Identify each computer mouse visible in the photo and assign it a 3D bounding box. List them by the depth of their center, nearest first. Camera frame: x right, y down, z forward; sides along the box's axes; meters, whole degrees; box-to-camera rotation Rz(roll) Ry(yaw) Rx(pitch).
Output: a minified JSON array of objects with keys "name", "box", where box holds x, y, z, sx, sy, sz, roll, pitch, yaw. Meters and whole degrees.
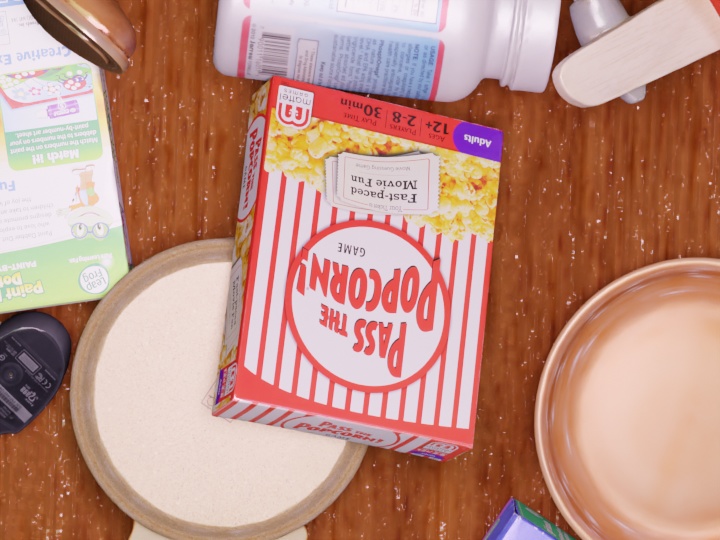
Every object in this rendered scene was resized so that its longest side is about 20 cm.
[{"name":"computer mouse","box":[-0.256,0.097,1.769,0.200,0.034,0.059,-39,110,5]}]

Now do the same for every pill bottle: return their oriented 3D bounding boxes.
[{"name":"pill bottle","box":[0.016,-0.159,1.723,0.199,0.109,0.109,7,92,-2]}]

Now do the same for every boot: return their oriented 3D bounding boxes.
[{"name":"boot","box":[-0.151,-0.223,1.705,0.155,0.074,0.200,-37,67,-8]}]

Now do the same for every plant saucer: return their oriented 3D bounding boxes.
[{"name":"plant saucer","box":[0.204,0.092,1.775,0.199,0.037,0.201,0,93,-2]}]

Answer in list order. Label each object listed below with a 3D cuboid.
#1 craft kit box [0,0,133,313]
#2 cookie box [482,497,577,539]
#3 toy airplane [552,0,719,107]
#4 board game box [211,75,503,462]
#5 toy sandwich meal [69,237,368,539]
[{"name":"craft kit box","box":[-0.246,-0.069,1.753,0.199,0.049,0.199,-7,90,-1]},{"name":"cookie box","box":[0.129,0.265,1.761,0.200,0.075,0.171,34,91,-3]},{"name":"toy airplane","box":[0.219,-0.174,1.724,0.199,0.141,0.200,15,100,-36]},{"name":"board game box","box":[0.000,0.000,1.711,0.151,0.046,0.201,12,72,-18]},{"name":"toy sandwich meal","box":[-0.081,0.081,1.753,0.204,0.070,0.206,0,90,-5]}]
